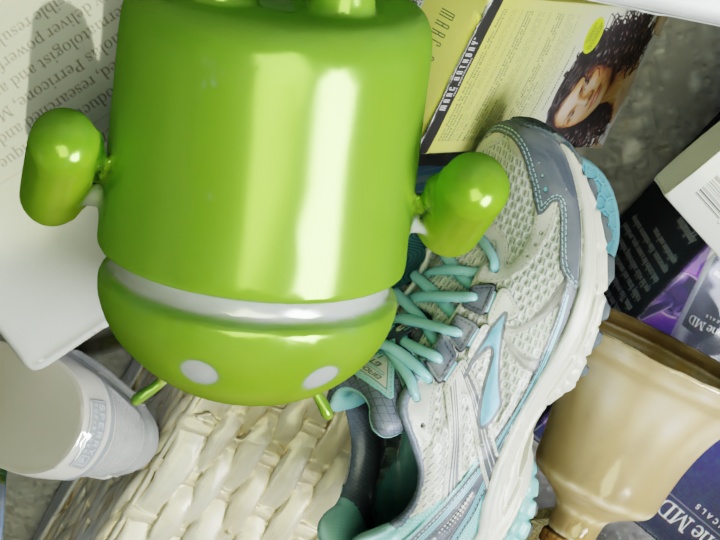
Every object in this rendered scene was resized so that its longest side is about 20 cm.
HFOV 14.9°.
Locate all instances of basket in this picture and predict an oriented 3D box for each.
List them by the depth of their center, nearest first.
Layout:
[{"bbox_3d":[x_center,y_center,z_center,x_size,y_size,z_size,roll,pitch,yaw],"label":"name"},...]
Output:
[{"bbox_3d":[-0.052,0.107,1.237,0.136,0.123,0.200,28,105,-14],"label":"basket"}]

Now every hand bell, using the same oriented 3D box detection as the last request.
[{"bbox_3d":[0.081,0.120,1.141,0.104,0.104,0.200,25,97,-13],"label":"hand bell"}]

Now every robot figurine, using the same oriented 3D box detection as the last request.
[{"bbox_3d":[-0.037,-0.040,1.018,0.175,0.116,0.200,5,108,-8],"label":"robot figurine"}]

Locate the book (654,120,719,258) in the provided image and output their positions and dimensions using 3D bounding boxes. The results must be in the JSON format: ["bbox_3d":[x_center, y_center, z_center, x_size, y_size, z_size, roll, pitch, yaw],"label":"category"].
[{"bbox_3d":[0.238,-0.006,1.158,0.134,0.048,0.200,-40,108,10],"label":"book"}]

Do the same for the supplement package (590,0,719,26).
[{"bbox_3d":[0.110,-0.181,1.111,0.117,0.200,0.117,11,108,-10],"label":"supplement package"}]

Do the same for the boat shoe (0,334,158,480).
[{"bbox_3d":[-0.169,0.042,1.198,0.069,0.200,0.072,23,83,-53],"label":"boat shoe"}]

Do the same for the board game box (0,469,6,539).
[{"bbox_3d":[-0.229,0.103,1.178,0.151,0.200,0.037,17,107,-11],"label":"board game box"}]

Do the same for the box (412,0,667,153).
[{"bbox_3d":[0.062,-0.091,1.144,0.050,0.200,0.075,33,108,22],"label":"box"}]

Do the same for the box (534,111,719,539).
[{"bbox_3d":[0.183,0.028,1.243,0.148,0.104,0.200,38,101,-17],"label":"box"}]

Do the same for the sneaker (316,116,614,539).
[{"bbox_3d":[0.037,0.036,1.087,0.086,0.078,0.200,5,102,-35],"label":"sneaker"}]

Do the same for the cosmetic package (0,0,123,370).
[{"bbox_3d":[-0.127,-0.102,1.135,0.165,0.165,0.200,-33,110,6],"label":"cosmetic package"}]

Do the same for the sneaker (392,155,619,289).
[{"bbox_3d":[0.000,0.000,1.187,0.200,0.131,0.080,-11,94,-33],"label":"sneaker"}]

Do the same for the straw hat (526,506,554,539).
[{"bbox_3d":[0.072,0.154,1.277,0.201,0.201,0.085,-17,70,1],"label":"straw hat"}]
